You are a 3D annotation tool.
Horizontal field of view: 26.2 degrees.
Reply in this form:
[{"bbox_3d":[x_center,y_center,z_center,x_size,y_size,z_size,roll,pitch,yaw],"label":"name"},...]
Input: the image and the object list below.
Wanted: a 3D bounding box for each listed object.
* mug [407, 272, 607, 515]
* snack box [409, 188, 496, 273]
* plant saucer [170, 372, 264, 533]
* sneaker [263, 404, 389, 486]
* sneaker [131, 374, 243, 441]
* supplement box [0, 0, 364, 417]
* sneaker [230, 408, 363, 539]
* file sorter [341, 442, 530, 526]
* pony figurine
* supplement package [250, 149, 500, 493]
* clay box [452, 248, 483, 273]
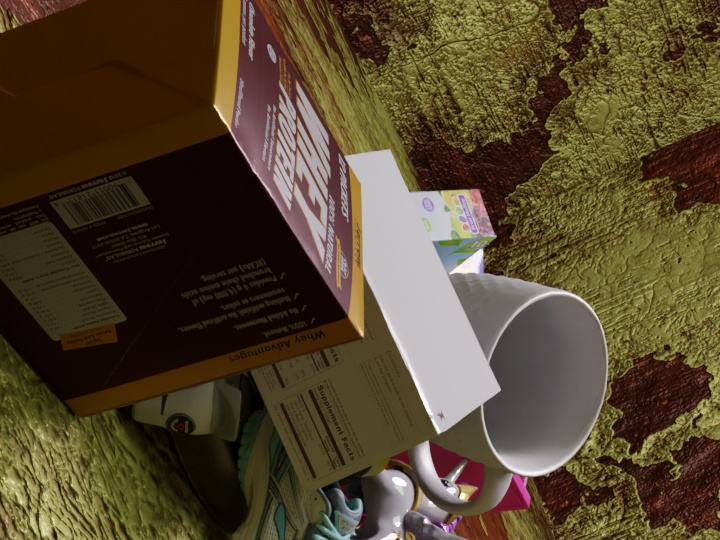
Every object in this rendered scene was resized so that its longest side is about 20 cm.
[{"bbox_3d":[0.086,0.100,1.261,0.147,0.175,0.202,-1,100,-40],"label":"mug"},{"bbox_3d":[0.000,0.000,1.316,0.141,0.200,0.053,-7,68,-38],"label":"snack box"},{"bbox_3d":[-0.100,0.106,1.208,0.200,0.032,0.202,-18,90,-77],"label":"plant saucer"},{"bbox_3d":[-0.046,0.081,1.228,0.084,0.074,0.201,-25,83,-48],"label":"sneaker"},{"bbox_3d":[-0.128,0.035,1.102,0.201,0.088,0.075,-95,-169,-52],"label":"sneaker"},{"bbox_3d":[-0.124,-0.043,0.913,0.200,0.196,0.133,58,22,-43],"label":"supplement box"},{"bbox_3d":[-0.045,0.192,1.114,0.078,0.086,0.202,40,45,-58],"label":"sneaker"},{"bbox_3d":[0.058,0.148,1.493,0.140,0.199,0.126,61,32,-31],"label":"file sorter"},{"bbox_3d":[0.024,0.229,1.330,0.199,0.166,0.195,28,60,-35],"label":"pony figurine"},{"bbox_3d":[-0.007,0.030,1.093,0.201,0.110,0.156,66,22,2],"label":"supplement package"},{"bbox_3d":[0.037,0.017,1.532,0.199,0.047,0.116,14,70,-39],"label":"clay box"}]
